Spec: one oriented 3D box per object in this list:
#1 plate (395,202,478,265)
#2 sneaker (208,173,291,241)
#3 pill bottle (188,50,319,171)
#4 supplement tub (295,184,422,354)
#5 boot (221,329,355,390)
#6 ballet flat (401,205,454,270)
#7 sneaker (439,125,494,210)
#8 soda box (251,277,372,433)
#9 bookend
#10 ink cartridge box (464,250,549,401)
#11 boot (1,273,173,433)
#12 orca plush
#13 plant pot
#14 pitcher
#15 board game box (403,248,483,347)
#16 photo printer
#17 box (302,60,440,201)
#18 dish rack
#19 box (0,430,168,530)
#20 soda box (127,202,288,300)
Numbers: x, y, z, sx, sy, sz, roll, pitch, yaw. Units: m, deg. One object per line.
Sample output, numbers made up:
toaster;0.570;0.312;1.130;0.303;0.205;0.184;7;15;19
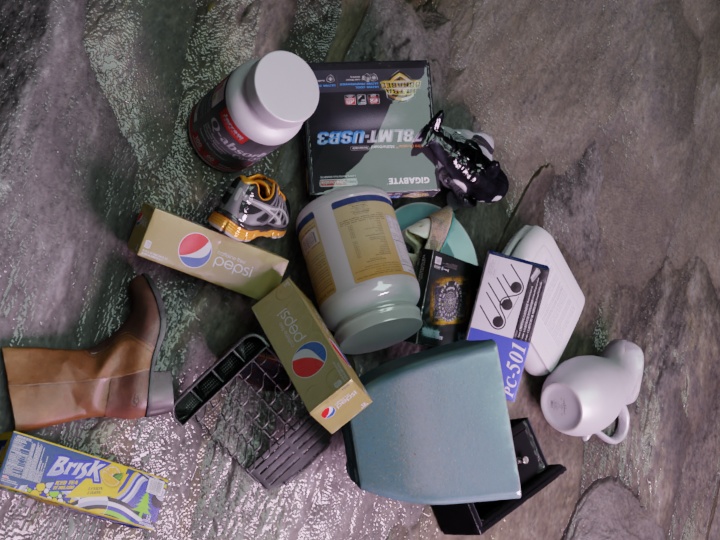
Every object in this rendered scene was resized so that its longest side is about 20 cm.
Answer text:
plate;0.099;-0.004;1.585;0.198;0.025;0.203;8;75;-32
sneaker;-0.133;-0.091;1.375;0.078;0.200;0.078;28;104;7
pill bottle;-0.143;-0.212;1.372;0.114;0.199;0.118;8;75;-30
supplement tub;0.000;0.000;1.426;0.143;0.144;0.203;-4;66;-33
boot;-0.098;0.111;1.423;0.198;0.075;0.098;17;48;-22
ballet flat;0.083;-0.023;1.527;0.067;0.068;0.202;29;63;-17
sneaker;0.137;-0.160;1.614;0.198;0.075;0.117;0;77;-36
soda box;-0.064;0.104;1.301;0.067;0.201;0.064;-37;138;3
bookend;0.180;0.257;1.538;0.198;0.092;0.201;-24;92;-35
ink cartridge box;0.207;0.081;1.510;0.093;0.044;0.203;15;98;3
boot;-0.340;0.099;1.273;0.197;0.068;0.191;-3;77;-20
orca plush;0.175;-0.167;1.533;0.200;0.070;0.106;48;47;-34
plant pot;0.076;0.205;1.343;0.197;0.196;0.200;-9;87;-9
pitcher;0.381;0.217;1.673;0.199;0.120;0.174;-16;103;-45
board game box;0.136;0.052;1.530;0.199;0.028;0.137;17;84;-54
photo printer;0.271;0.042;1.621;0.201;0.069;0.168;53;57;-38
box;0.012;-0.207;1.522;0.197;0.050;0.202;-2;80;-10
dish rack;-0.130;0.191;1.341;0.153;0.055;0.200;-42;105;2
box;-0.335;0.251;1.222;0.198;0.070;0.065;25;68;-26
soda box;-0.199;-0.021;1.354;0.198;0.068;0.065;21;91;-27
